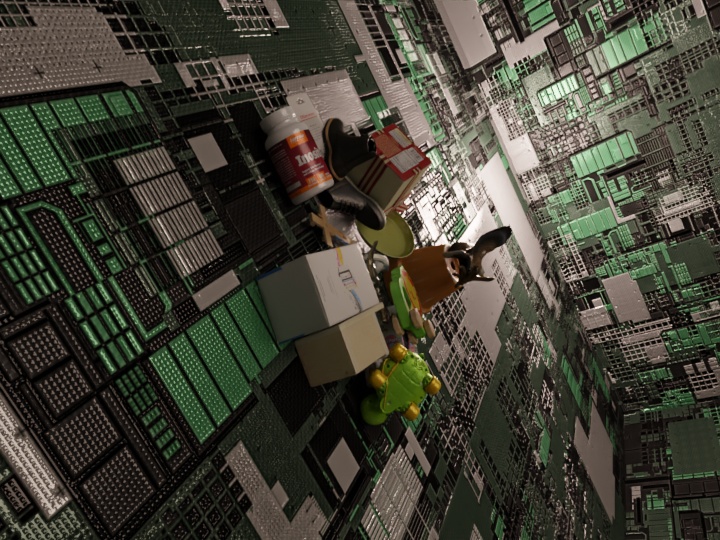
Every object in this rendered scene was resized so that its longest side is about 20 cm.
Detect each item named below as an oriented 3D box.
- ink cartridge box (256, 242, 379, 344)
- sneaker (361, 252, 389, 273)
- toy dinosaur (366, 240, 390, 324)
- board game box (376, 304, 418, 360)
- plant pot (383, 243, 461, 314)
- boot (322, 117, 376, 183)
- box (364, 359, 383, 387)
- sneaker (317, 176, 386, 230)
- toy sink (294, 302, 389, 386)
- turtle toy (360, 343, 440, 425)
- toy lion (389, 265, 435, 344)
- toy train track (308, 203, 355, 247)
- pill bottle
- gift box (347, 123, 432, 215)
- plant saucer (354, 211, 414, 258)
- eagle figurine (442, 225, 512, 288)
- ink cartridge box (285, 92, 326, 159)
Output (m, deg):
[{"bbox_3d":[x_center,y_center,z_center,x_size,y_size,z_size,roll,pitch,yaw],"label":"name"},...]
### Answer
[{"bbox_3d":[-0.085,0.044,1.116,0.199,0.145,0.147,-17,86,-58],"label":"ink cartridge box"},{"bbox_3d":[0.000,0.000,1.356,0.198,0.077,0.088,8,77,-47],"label":"sneaker"},{"bbox_3d":[0.019,0.034,1.289,0.086,0.047,0.205,-9,87,-22],"label":"toy dinosaur"},{"bbox_3d":[0.101,0.200,1.354,0.147,0.063,0.204,26,49,-69],"label":"board game box"},{"bbox_3d":[0.192,0.015,1.515,0.199,0.181,0.204,32,47,-43],"label":"plant pot"},{"bbox_3d":[-0.019,-0.320,1.308,0.077,0.137,0.204,32,44,-46],"label":"boot"},{"bbox_3d":[0.023,0.181,1.301,0.038,0.041,0.204,13,62,-52],"label":"box"},{"bbox_3d":[-0.028,-0.162,1.377,0.199,0.075,0.106,42,42,0],"label":"sneaker"},{"bbox_3d":[-0.024,0.161,1.158,0.199,0.129,0.114,-21,89,-59],"label":"toy sink"},{"bbox_3d":[0.077,0.267,1.206,0.146,0.101,0.200,43,81,-5],"label":"turtle toy"},{"bbox_3d":[0.115,0.075,1.313,0.200,0.068,0.195,38,32,-63],"label":"toy lion"},{"bbox_3d":[-0.073,-0.091,1.324,0.199,0.032,0.117,30,42,-53],"label":"toy train track"},{"bbox_3d":[-0.151,-0.266,1.226,0.203,0.112,0.113,63,33,-9],"label":"pill bottle"},{"bbox_3d":[0.074,-0.261,1.455,0.185,0.187,0.199,49,46,10],"label":"gift box"},{"bbox_3d":[0.063,-0.109,1.483,0.197,0.031,0.203,21,45,-22],"label":"plant saucer"},{"bbox_3d":[0.309,-0.043,1.428,0.152,0.149,0.202,85,28,-53],"label":"eagle figurine"},{"bbox_3d":[-0.136,-0.332,1.329,0.203,0.066,0.117,63,31,-11],"label":"ink cartridge box"}]
